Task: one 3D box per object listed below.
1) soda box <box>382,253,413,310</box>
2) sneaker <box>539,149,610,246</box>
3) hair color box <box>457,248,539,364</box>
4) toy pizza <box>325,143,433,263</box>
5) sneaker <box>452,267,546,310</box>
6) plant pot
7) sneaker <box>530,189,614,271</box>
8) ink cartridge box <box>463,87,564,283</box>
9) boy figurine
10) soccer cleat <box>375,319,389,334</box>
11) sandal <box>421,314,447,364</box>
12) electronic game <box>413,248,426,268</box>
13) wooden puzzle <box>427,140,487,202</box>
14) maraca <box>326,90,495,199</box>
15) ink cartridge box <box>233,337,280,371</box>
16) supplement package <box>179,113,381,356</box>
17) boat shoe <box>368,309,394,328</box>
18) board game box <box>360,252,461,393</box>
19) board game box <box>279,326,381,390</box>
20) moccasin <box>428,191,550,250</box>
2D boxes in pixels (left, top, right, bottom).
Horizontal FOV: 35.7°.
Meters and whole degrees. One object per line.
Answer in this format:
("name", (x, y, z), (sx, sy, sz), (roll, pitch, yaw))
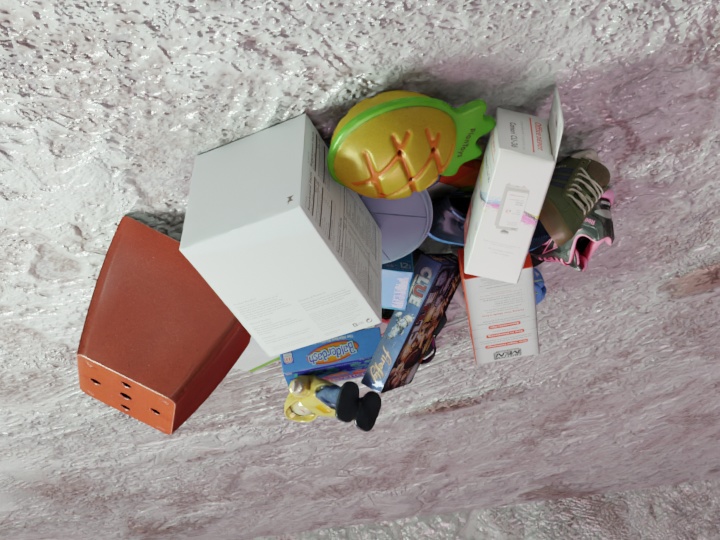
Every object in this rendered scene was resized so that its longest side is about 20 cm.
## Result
("soda box", (-0.032, -0.002, 1.463), (0.197, 0.068, 0.065), (7, 125, -6))
("sneaker", (0.258, -0.100, 1.347), (0.089, 0.067, 0.200), (-34, -169, 18))
("hair color box", (0.200, 0.047, 1.605), (0.100, 0.062, 0.201), (-10, 138, 3))
("toy pizza", (-0.009, -0.082, 1.351), (0.197, 0.032, 0.202), (7, 138, 6))
("sneaker", (0.213, 0.020, 1.703), (0.105, 0.076, 0.199), (-42, 144, 22))
("plant pot", (-0.257, 0.086, 1.414), (0.198, 0.178, 0.200), (26, 152, 1))
("sneaker", (0.281, -0.036, 1.551), (0.078, 0.097, 0.200), (3, 155, -30))
("ink cartridge box", (0.171, -0.103, 1.266), (0.067, 0.117, 0.202), (12, 120, -3))
("boy figurine", (-0.056, 0.187, 1.605), (0.124, 0.065, 0.199), (28, 162, -28))
("soccer cleat", (-0.012, 0.065, 1.697), (0.077, 0.067, 0.200), (-48, 152, 10))
("sandal", (0.101, 0.124, 1.894), (0.074, 0.049, 0.201), (-6, 155, -9))
("electronic game", (0.000, 0.000, 1.586), (0.197, 0.042, 0.200), (-6, 163, -2))
("wooden puzzle", (0.088, -0.108, 1.386), (0.184, 0.038, 0.199), (-28, 150, 36))
("maraca", (0.056, -0.138, 1.221), (0.198, 0.108, 0.138), (-8, 148, -25))
("ink cartridge box", (-0.185, 0.079, 1.651), (0.147, 0.077, 0.199), (-26, 151, 33))
("supplement package", (-0.082, -0.036, 1.265), (0.150, 0.152, 0.201), (-18, 134, 19))
("boat shoe", (-0.006, 0.054, 1.581), (0.073, 0.061, 0.199), (-18, 159, 34))
("board game box", (0.079, 0.073, 1.585), (0.034, 0.202, 0.135), (29, -168, 19))
("board game box", (-0.042, 0.136, 1.687), (0.150, 0.046, 0.200), (-11, 168, -3))
("moccasin", (0.175, -0.062, 1.407), (0.198, 0.081, 0.068), (-3, 155, -31))
